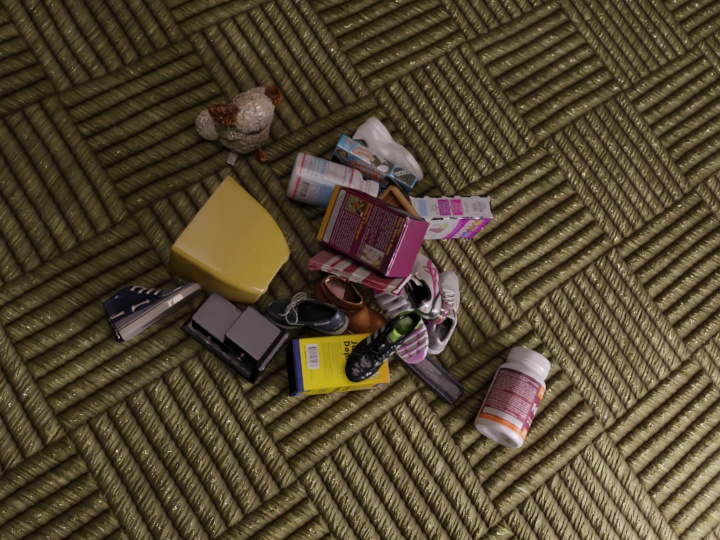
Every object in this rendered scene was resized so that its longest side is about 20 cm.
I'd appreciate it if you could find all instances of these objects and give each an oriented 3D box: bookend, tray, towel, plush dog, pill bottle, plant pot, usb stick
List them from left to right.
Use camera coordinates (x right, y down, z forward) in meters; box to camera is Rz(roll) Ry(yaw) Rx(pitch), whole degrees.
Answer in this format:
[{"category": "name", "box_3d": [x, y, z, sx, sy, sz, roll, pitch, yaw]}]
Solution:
[{"category": "bookend", "box_3d": [-0.258, 0.123, 1.367, 0.198, 0.200, 0.092, 38, 68, -1]}, {"category": "plant pot", "box_3d": [-0.264, -0.038, 1.425, 0.199, 0.194, 0.196, 37, 69, -6]}, {"category": "plush dog", "box_3d": [-0.253, -0.338, 1.519, 0.199, 0.172, 0.161, -31, 83, -21]}, {"category": "pill bottle", "box_3d": [-0.064, -0.192, 1.557, 0.198, 0.109, 0.110, 17, 70, -9]}, {"category": "towel", "box_3d": [0.000, 0.000, 1.435, 0.198, 0.144, 0.023, 18, 107, 11]}, {"category": "tray", "box_3d": [0.035, -0.084, 1.515, 0.200, 0.037, 0.099, -44, 72, 22]}, {"category": "usb stick", "box_3d": [0.150, 0.223, 1.528, 0.200, 0.033, 0.056, 42, 76, 1]}, {"category": "pill bottle", "box_3d": [0.344, 0.281, 1.515, 0.114, 0.114, 0.201, 31, 70, -3]}]

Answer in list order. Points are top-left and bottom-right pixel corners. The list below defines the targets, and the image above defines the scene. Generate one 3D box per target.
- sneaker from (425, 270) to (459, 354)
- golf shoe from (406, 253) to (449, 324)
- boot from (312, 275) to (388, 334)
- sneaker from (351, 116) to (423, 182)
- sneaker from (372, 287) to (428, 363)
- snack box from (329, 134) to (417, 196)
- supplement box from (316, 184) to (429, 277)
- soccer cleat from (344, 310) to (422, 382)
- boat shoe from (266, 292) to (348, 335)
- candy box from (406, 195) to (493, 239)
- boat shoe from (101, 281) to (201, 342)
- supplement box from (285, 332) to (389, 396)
[{"category": "sneaker", "box_3d": [0.197, 0.089, 1.547, 0.075, 0.092, 0.202, 16, 71, -9]}, {"category": "golf shoe", "box_3d": [0.137, 0.023, 1.518, 0.072, 0.092, 0.201, -36, 43, 17]}, {"category": "boot", "box_3d": [-0.011, 0.082, 1.464, 0.199, 0.155, 0.074, 24, 69, -6]}, {"category": "sneaker", "box_3d": [0.063, -0.273, 1.642, 0.088, 0.075, 0.200, -42, 81, -8]}, {"category": "sneaker", "box_3d": [0.094, 0.108, 1.502, 0.080, 0.088, 0.202, -23, 79, 4]}, {"category": "snack box", "box_3d": [0.026, -0.232, 1.587, 0.199, 0.116, 0.037, 29, 69, -4]}, {"category": "supplement box", "box_3d": [0.025, -0.085, 1.435, 0.199, 0.103, 0.132, 29, 103, 30]}, {"category": "soccer cleat", "box_3d": [0.046, 0.148, 1.382, 0.200, 0.081, 0.068, -42, 87, -22]}, {"category": "boat shoe", "box_3d": [-0.122, 0.090, 1.435, 0.199, 0.062, 0.075, 13, 62, 30]}, {"category": "candy box", "box_3d": [0.191, -0.123, 1.585, 0.198, 0.136, 0.062, -3, 73, -15]}, {"category": "boat shoe", "box_3d": [-0.437, 0.058, 1.403, 0.199, 0.075, 0.093, -33, 84, -14]}, {"category": "supplement box", "box_3d": [-0.051, 0.200, 1.443, 0.198, 0.109, 0.111, -3, 75, -15]}]
